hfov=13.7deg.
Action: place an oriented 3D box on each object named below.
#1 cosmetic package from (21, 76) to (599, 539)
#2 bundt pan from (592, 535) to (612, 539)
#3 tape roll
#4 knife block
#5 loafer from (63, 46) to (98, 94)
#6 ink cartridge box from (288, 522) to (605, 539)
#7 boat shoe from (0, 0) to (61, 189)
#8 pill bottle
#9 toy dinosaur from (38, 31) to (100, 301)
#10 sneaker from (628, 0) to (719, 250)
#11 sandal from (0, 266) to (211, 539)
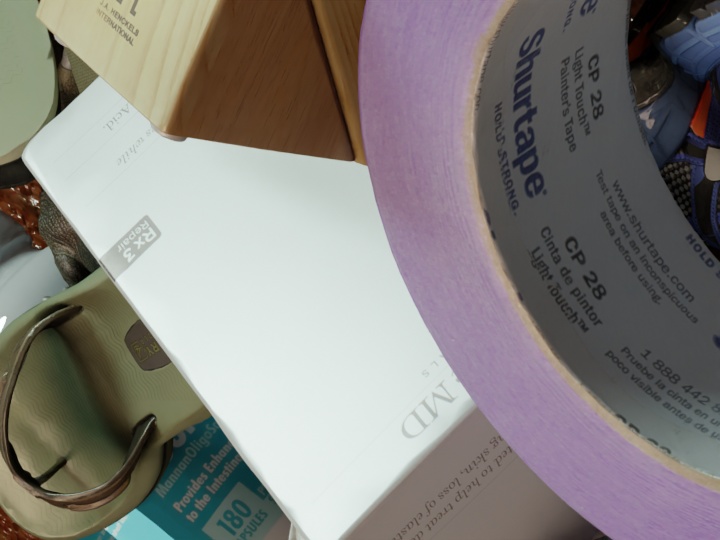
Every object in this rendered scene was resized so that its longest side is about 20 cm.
[{"bbox_3d":[0.000,0.000,0.863,0.081,0.113,0.200,40,-175,-47],"label":"cosmetic package"},{"bbox_3d":[0.094,0.170,0.771,0.201,0.076,0.202,11,116,23],"label":"bundt pan"},{"bbox_3d":[0.095,-0.023,0.665,0.200,0.066,0.201,25,132,31],"label":"tape roll"},{"bbox_3d":[0.004,-0.115,0.722,0.200,0.176,0.064,8,-154,-45],"label":"knife block"},{"bbox_3d":[-0.058,-0.060,0.988,0.200,0.070,0.075,48,153,-14],"label":"loafer"},{"bbox_3d":[0.085,0.121,0.930,0.146,0.085,0.200,3,166,36],"label":"ink cartridge box"},{"bbox_3d":[-0.162,-0.089,1.061,0.201,0.074,0.063,43,162,37],"label":"boat shoe"},{"bbox_3d":[-0.089,0.061,1.170,0.200,0.111,0.111,37,154,8],"label":"pill bottle"},{"bbox_3d":[-0.067,-0.004,1.082,0.200,0.077,0.102,40,161,10],"label":"toy dinosaur"},{"bbox_3d":[0.115,-0.055,0.772,0.078,0.075,0.200,33,162,-2],"label":"sneaker"},{"bbox_3d":[-0.099,0.046,1.043,0.080,0.057,0.201,46,148,1],"label":"sandal"}]
